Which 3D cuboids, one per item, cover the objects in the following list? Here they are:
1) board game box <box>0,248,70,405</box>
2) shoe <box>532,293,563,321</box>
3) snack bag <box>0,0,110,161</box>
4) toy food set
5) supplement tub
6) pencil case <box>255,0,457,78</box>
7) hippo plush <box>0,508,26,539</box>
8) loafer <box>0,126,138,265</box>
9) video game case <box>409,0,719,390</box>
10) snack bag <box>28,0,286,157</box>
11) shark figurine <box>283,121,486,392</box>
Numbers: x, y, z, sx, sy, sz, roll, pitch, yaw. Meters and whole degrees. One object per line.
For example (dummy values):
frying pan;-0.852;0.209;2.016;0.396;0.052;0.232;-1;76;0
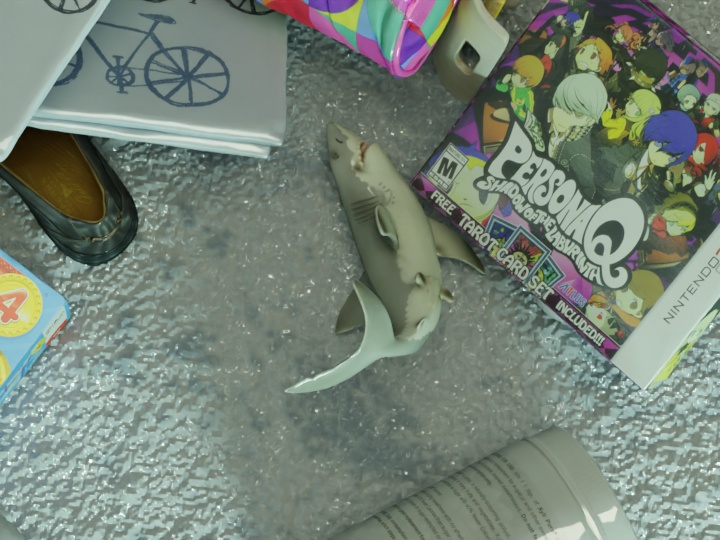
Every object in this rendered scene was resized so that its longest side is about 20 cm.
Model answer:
board game box;-0.311;0.040;1.381;0.200;0.056;0.196;36;78;1
shoe;0.190;-0.048;1.435;0.200;0.091;0.072;-40;86;-12
snack bag;-0.233;-0.171;1.352;0.188;0.021;0.200;23;69;20
toy food set;0.114;-0.209;1.430;0.060;0.144;0.201;27;77;-1
supplement tub;0.057;0.191;1.356;0.199;0.132;0.132;-26;83;-9
pencil case;-0.038;-0.191;1.374;0.199;0.088;0.089;27;77;13
hippo plush;-0.235;0.219;1.284;0.199;0.159;0.162;6;102;-3
loafer;-0.210;-0.092;1.409;0.200;0.072;0.073;44;79;4
video game case;0.157;-0.059;1.394;0.200;0.036;0.181;42;106;16
snack bag;-0.137;-0.159;1.413;0.188;0.021;0.201;6;53;-6
shark figurine;0.009;0.019;1.400;0.089;0.215;0.128;-37;119;25
